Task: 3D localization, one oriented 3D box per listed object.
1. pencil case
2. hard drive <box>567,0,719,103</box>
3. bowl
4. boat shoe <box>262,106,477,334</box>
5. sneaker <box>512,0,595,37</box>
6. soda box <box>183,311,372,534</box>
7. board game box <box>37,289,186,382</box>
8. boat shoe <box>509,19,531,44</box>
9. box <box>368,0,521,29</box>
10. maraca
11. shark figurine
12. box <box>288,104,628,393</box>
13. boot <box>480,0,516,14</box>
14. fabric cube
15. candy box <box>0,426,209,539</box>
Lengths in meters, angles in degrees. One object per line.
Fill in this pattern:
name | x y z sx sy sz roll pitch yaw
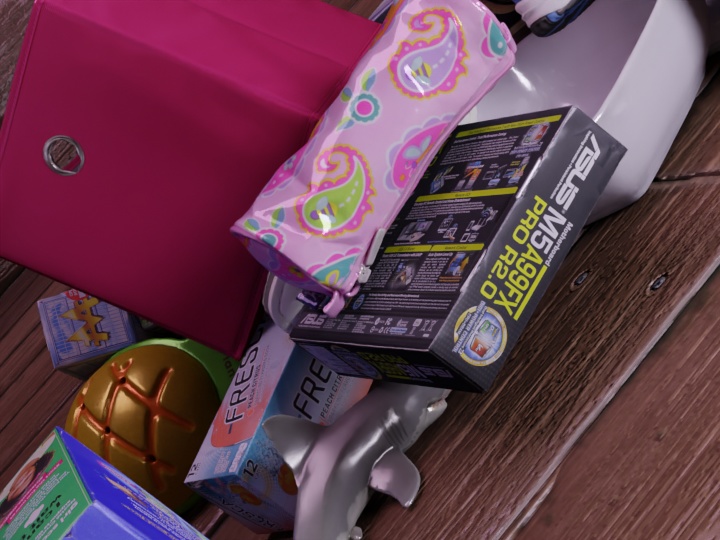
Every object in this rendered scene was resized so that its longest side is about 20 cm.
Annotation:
pencil case | 0.010 -0.074 1.003 0.200 0.087 0.087 -56 16 -4
hard drive | 0.228 -0.181 1.210 0.200 0.026 0.132 -27 24 52
bowl | 0.141 -0.096 1.123 0.200 0.075 0.200 -25 28 51
boat shoe | -0.001 -0.042 1.110 0.202 0.072 0.060 -54 29 -15
sneaker | 0.165 -0.246 1.109 0.200 0.077 0.076 -43 -8 5
soda box | -0.038 0.071 1.128 0.063 0.068 0.201 -18 40 50
board game box | -0.154 0.042 1.383 0.199 0.062 0.200 -28 -20 23
boat shoe | 0.113 -0.116 1.293 0.200 0.072 0.072 -46 29 -3
box | 0.112 -0.230 1.419 0.200 0.123 0.198 -42 8 14
maraca | -0.144 0.112 1.286 0.200 0.138 0.107 -33 -19 23
shark figurine | -0.024 0.124 0.988 0.128 0.089 0.215 -37 15 35
box | 0.050 -0.012 0.989 0.161 0.044 0.200 -58 20 -14
boot | 0.145 -0.255 1.186 0.167 0.199 0.073 -58 37 39
fabric cube | -0.121 -0.092 1.183 0.200 0.199 0.197 -60 -8 -61
candy box | -0.113 0.176 0.925 0.077 0.169 0.200 -52 15 -7
